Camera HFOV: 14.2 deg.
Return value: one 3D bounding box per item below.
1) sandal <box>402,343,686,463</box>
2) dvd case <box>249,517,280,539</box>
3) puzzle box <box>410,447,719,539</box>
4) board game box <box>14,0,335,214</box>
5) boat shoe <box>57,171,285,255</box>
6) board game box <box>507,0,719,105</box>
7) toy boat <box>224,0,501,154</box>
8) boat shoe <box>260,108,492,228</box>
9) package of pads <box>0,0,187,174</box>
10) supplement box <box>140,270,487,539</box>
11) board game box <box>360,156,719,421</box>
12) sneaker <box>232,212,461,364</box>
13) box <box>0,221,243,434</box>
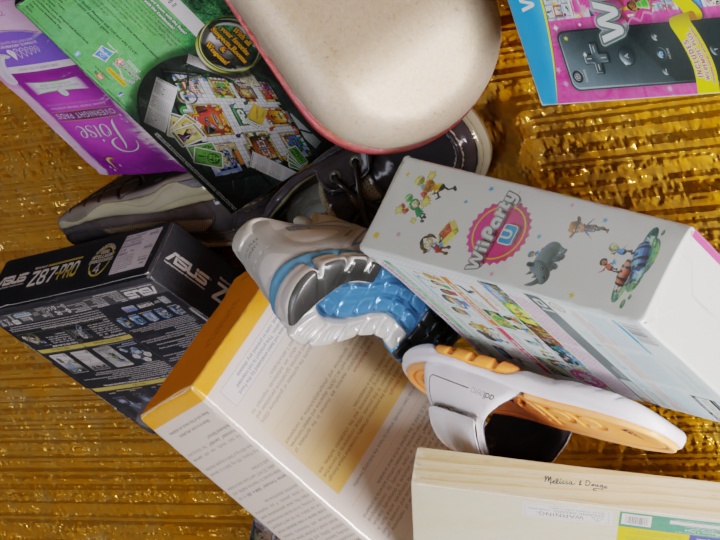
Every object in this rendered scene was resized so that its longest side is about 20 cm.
[{"bbox_3d":[0.091,0.090,1.646,0.207,0.059,0.079,11,162,48],"label":"sandal"},{"bbox_3d":[-0.018,0.211,1.983,0.143,0.018,0.200,35,137,23],"label":"dvd case"},{"bbox_3d":[0.129,0.152,1.667,0.200,0.025,0.133,7,151,5],"label":"puzzle box"},{"bbox_3d":[-0.100,-0.125,1.718,0.105,0.023,0.200,-30,125,23],"label":"board game box"},{"bbox_3d":[-0.124,-0.030,1.877,0.200,0.074,0.073,-11,108,51],"label":"boat shoe"},{"bbox_3d":[0.163,-0.166,1.488,0.200,0.064,0.148,0,116,48],"label":"board game box"},{"bbox_3d":[-0.010,-0.159,1.650,0.200,0.130,0.131,56,172,0],"label":"toy boat"},{"bbox_3d":[0.003,-0.046,1.737,0.200,0.065,0.072,-26,96,52],"label":"boat shoe"},{"bbox_3d":[-0.173,-0.144,1.789,0.120,0.076,0.200,0,143,46],"label":"package of pads"},{"bbox_3d":[-0.018,0.101,1.774,0.200,0.126,0.074,42,144,-12],"label":"supplement box"},{"bbox_3d":[0.121,0.014,1.594,0.200,0.064,0.148,14,162,40],"label":"board game box"},{"bbox_3d":[0.000,0.000,1.698,0.087,0.200,0.075,41,104,33],"label":"sneaker"},{"bbox_3d":[-0.130,0.041,1.898,0.161,0.049,0.200,39,150,-27],"label":"box"}]
